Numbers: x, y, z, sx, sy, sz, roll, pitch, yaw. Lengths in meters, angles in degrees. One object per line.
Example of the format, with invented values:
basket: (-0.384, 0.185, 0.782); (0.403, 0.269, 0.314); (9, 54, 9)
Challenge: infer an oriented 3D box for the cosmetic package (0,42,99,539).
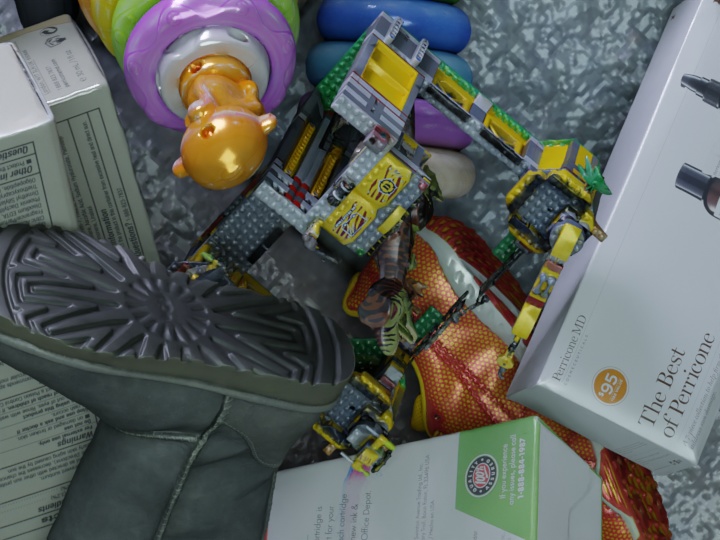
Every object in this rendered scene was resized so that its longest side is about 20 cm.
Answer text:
cosmetic package: (-0.161, 0.020, 1.080); (0.103, 0.073, 0.201); (-17, 127, -13)

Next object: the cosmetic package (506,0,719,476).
cosmetic package: (0.143, -0.018, 1.170); (0.082, 0.051, 0.201); (26, 76, -7)

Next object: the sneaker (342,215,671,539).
sneaker: (0.071, 0.067, 1.211); (0.077, 0.073, 0.200); (-38, 90, 19)

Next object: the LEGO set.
LEGO set: (0.000, 0.000, 1.088); (0.200, 0.116, 0.154); (-38, 103, 24)

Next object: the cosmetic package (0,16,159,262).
cosmetic package: (-0.197, -0.022, 1.139); (0.199, 0.073, 0.104); (-19, 126, -9)

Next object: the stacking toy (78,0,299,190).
stacking toy: (-0.063, -0.099, 1.069); (0.116, 0.200, 0.110); (-26, 132, 9)

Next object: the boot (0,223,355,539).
boot: (-0.109, 0.088, 1.065); (0.181, 0.073, 0.200); (20, 127, -14)

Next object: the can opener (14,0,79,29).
can opener: (-0.148, -0.200, 1.161); (0.078, 0.063, 0.201); (-2, 98, 10)

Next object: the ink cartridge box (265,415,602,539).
ink cartridge box: (0.004, 0.146, 1.163); (0.199, 0.067, 0.118); (-14, 56, 28)

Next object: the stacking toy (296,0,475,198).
stacking toy: (0.019, -0.135, 1.174); (0.085, 0.085, 0.201); (7, 92, -3)
